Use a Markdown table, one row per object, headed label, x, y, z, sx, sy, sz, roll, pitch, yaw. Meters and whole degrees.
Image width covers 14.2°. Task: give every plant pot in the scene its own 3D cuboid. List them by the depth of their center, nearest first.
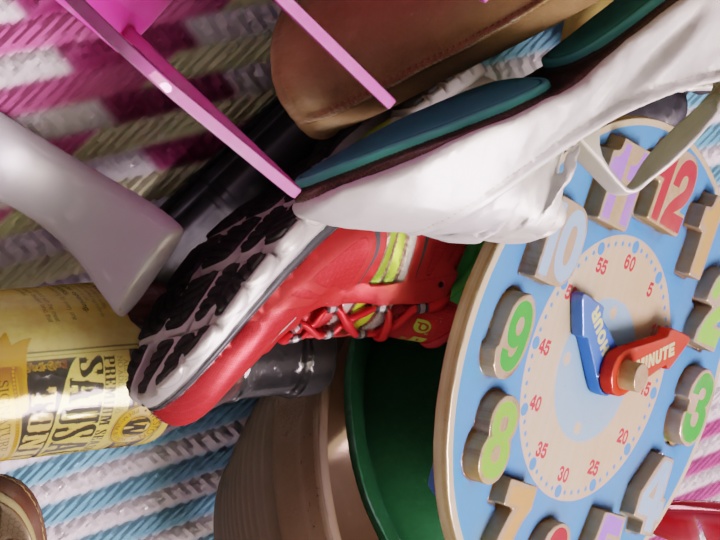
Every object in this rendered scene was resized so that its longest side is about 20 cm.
| label | x | y | z | sx | sy | sz | roll | pitch | yaw |
| --- | --- | --- | --- | --- | --- | --- | --- | --- | --- |
| plant pot | 0.000 | 0.116 | 1.266 | 0.093 | 0.201 | 0.201 | -18 | 162 | 28 |

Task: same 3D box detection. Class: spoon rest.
| label | x | y | z | sx | sy | sz | roll | pitch | yaw |
| --- | --- | --- | --- | --- | --- | --- | --- | --- | --- |
| spoon rest | -0.151 | -0.041 | 0.984 | 0.200 | 0.061 | 0.099 | 26 | 105 | -45 |

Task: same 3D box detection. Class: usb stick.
| label | x | y | z | sx | sy | sz | roll | pitch | yaw |
| --- | --- | --- | --- | --- | --- | --- | --- | --- | --- |
| usb stick | -0.021 | -0.052 | 1.145 | 0.200 | 0.033 | 0.055 | -44 | 141 | -4 |

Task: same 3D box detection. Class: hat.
| label | x | y | z | sx | sy | sz | roll | pitch | yaw |
| --- | --- | --- | --- | --- | --- | --- | --- | --- | --- |
| hat | 0.118 | 0.063 | 1.219 | 0.176 | 0.166 | 0.200 | -19 | 158 | 28 |

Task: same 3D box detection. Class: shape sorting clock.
| label | x | y | z | sx | sy | sz | roll | pitch | yaw |
| --- | --- | --- | --- | --- | --- | --- | --- | --- | --- |
| shape sorting clock | 0.092 | 0.038 | 1.124 | 0.200 | 0.039 | 0.200 | -19 | 114 | -52 |

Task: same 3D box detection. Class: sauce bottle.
| label | x | y | z | sx | sy | sz | roll | pitch | yaw |
| --- | --- | --- | --- | --- | --- | --- | --- | --- | --- |
| sauce bottle | -0.101 | 0.035 | 1.080 | 0.200 | 0.066 | 0.066 | -6 | 133 | -31 |

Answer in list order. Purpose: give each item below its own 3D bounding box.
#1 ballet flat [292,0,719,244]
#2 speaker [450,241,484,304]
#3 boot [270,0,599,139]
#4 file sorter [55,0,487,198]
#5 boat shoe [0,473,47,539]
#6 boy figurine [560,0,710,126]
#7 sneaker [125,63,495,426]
| label | x | y | z | sx | sy | sz | roll | pitch | yaw |
| --- | --- | --- | --- | --- | --- | --- | --- | --- | --- |
| ballet flat | 0.071 | -0.048 | 1.030 | 0.200 | 0.069 | 0.069 | -30 | 147 | -23 |
| speaker | 0.076 | -0.021 | 1.240 | 0.200 | 0.088 | 0.088 | -1 | 128 | -57 |
| boot | 0.070 | -0.143 | 1.059 | 0.200 | 0.066 | 0.175 | -23 | -155 | 37 |
| file sorter | -0.014 | -0.142 | 0.950 | 0.200 | 0.125 | 0.139 | -47 | 151 | 2 |
| boat shoe | -0.160 | 0.159 | 1.200 | 0.068 | 0.072 | 0.200 | -62 | 165 | -55 |
| boy figurine | 0.133 | -0.118 | 1.173 | 0.124 | 0.064 | 0.200 | -41 | 172 | -11 |
| sneaker | 0.000 | 0.000 | 1.071 | 0.200 | 0.085 | 0.077 | -42 | -166 | -29 |
